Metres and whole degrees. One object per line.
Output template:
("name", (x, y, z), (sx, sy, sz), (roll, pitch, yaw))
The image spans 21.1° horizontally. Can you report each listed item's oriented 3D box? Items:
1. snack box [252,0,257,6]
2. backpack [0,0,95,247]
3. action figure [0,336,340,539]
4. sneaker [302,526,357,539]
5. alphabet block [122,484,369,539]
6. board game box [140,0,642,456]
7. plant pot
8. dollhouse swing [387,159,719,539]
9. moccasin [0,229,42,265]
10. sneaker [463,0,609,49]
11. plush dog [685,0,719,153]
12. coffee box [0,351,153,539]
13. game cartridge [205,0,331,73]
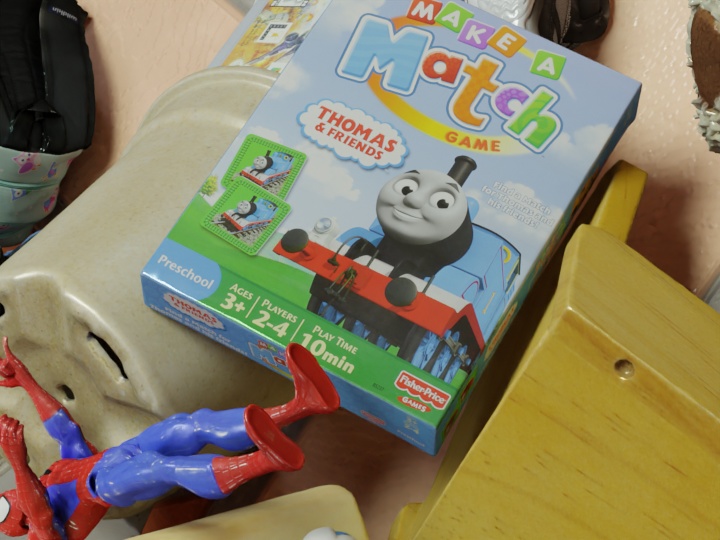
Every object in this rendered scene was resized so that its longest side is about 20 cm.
("snack box", (-0.003, -0.128, 1.148), (0.200, 0.024, 0.072), (17, 83, 47))
("backpack", (-0.261, -0.116, 1.320), (0.127, 0.167, 0.200), (-60, 43, 35))
("action figure", (-0.113, 0.066, 0.839), (0.200, 0.099, 0.065), (-28, 17, 39))
("sneaker", (0.042, 0.195, 0.839), (0.076, 0.105, 0.200), (-161, 52, -81))
("alphabet block", (-0.105, 0.228, 0.907), (0.196, 0.200, 0.196), (-25, 80, 47))
("board game box", (0.017, -0.035, 0.882), (0.151, 0.037, 0.200), (26, 65, 13))
("plant pot", (-0.093, 0.024, 0.971), (0.200, 0.183, 0.201), (19, 127, 28))
("dollhouse swing", (0.123, 0.081, 0.886), (0.182, 0.176, 0.200), (37, 126, 13))
("moccasin", (-0.227, 0.007, 1.277), (0.200, 0.068, 0.081), (-38, 52, 28))
("sneaker", (0.083, -0.108, 0.998), (0.075, 0.114, 0.200), (-3, 82, 32))
("plush dog", (0.231, -0.131, 0.839), (0.160, 0.200, 0.172), (11, 90, 13))
("coffee box", (-0.154, 0.083, 1.095), (0.114, 0.080, 0.200), (-36, 20, 33))
("game cartridge", (-0.020, -0.123, 1.091), (0.133, 0.042, 0.200), (5, 53, 47))
